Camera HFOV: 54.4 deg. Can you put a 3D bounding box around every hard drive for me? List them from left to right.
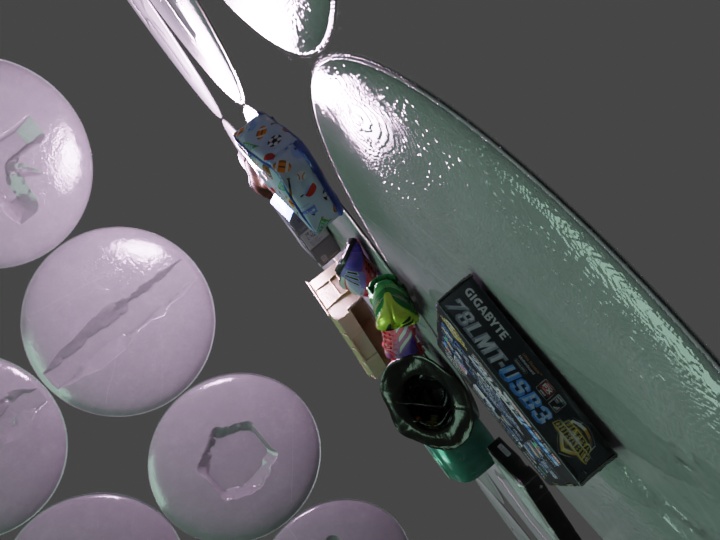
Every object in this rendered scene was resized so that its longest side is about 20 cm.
[{"bbox_3d":[0.305,0.397,1.215,0.201,0.038,0.140,54,175,-21],"label":"hard drive"}]

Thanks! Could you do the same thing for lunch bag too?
[{"bbox_3d":[-0.110,-0.151,1.082,0.200,0.075,0.161,46,174,46],"label":"lunch bag"}]

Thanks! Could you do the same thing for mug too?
[{"bbox_3d":[0.185,0.334,1.409,0.186,0.114,0.153,49,174,30],"label":"mug"}]

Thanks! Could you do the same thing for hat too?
[{"bbox_3d":[0.134,0.229,1.301,0.197,0.081,0.205,15,123,23],"label":"hat"}]

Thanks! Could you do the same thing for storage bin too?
[{"bbox_3d":[-0.012,0.108,1.564,0.202,0.093,0.199,59,175,-32],"label":"storage bin"}]

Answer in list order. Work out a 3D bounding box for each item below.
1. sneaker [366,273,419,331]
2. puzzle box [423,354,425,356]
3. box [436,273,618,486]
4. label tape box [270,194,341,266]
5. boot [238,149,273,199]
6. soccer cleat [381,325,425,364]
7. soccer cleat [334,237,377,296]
[{"bbox_3d":[0.051,0.047,1.076,0.200,0.072,0.086,79,177,-84],"label":"sneaker"},{"bbox_3d":[0.123,0.198,1.543,0.133,0.025,0.201,50,174,31],"label":"puzzle box"},{"bbox_3d":[0.151,0.118,0.694,0.201,0.049,0.199,52,174,18],"label":"box"},{"bbox_3d":[-0.136,-0.122,1.519,0.201,0.063,0.144,56,173,-32],"label":"label tape box"},{"bbox_3d":[-0.196,-0.196,1.691,0.199,0.068,0.190,41,161,33],"label":"boot"},{"bbox_3d":[0.065,0.122,1.290,0.067,0.076,0.201,48,173,36],"label":"soccer cleat"},{"bbox_3d":[0.000,0.000,1.216,0.072,0.069,0.200,27,166,8],"label":"soccer cleat"}]
